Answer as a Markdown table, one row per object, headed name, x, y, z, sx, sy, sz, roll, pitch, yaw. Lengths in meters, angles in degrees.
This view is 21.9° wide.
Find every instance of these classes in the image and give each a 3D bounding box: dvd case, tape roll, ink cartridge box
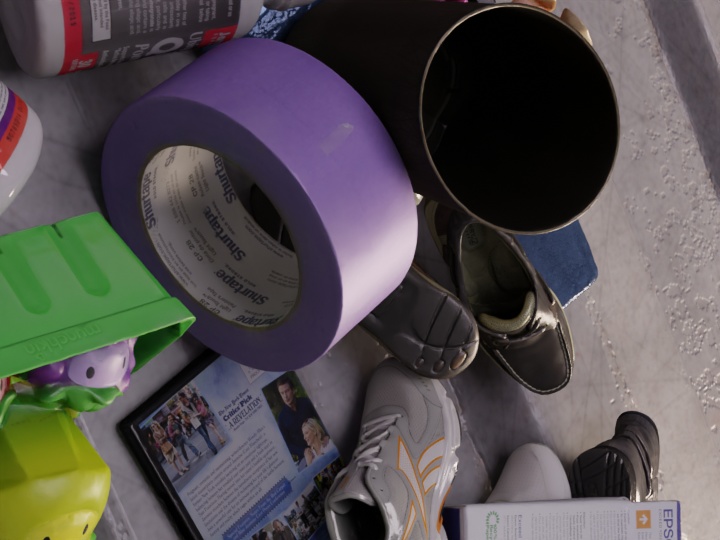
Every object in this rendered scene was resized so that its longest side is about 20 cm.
| name | x | y | z | sx | sy | sz | roll | pitch | yaw |
| --- | --- | --- | --- | --- | --- | --- | --- | --- | --- |
| dvd case | -0.070 | 0.149 | 1.282 | 0.143 | 0.017 | 0.201 | -40 | 110 | -39 |
| tape roll | -0.066 | -0.041 | 1.198 | 0.085 | 0.199 | 0.201 | -41 | 109 | -40 |
| ink cartridge box | 0.148 | 0.266 | 1.355 | 0.198 | 0.040 | 0.202 | 3 | 83 | -30 |

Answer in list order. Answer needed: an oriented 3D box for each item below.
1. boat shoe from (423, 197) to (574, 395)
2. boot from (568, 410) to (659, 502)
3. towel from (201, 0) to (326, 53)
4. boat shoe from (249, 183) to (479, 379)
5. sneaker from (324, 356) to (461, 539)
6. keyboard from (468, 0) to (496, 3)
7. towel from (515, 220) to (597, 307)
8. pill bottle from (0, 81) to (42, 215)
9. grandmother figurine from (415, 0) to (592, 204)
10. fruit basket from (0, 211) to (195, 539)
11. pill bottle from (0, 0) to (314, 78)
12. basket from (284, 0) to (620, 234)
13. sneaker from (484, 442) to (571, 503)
| name | x | y | z | sx | sy | sz | roll | pitch | yaw |
| --- | --- | --- | --- | --- | --- | --- | --- | --- | --- |
| boat shoe | 0.104 | 0.023 | 1.364 | 0.066 | 0.071 | 0.202 | -100 | 164 | -58 |
| boot | 0.204 | 0.221 | 1.478 | 0.131 | 0.069 | 0.202 | -19 | 120 | -66 |
| towel | -0.071 | -0.187 | 1.310 | 0.112 | 0.048 | 0.200 | -49 | 116 | -17 |
| boat shoe | 0.000 | 0.000 | 1.341 | 0.076 | 0.074 | 0.200 | -44 | 98 | 5 |
| sneaker | 0.017 | 0.144 | 1.301 | 0.092 | 0.075 | 0.202 | 29 | 47 | -40 |
| keyboard | 0.051 | -0.289 | 1.415 | 0.020 | 0.127 | 0.201 | -31 | 106 | -1 |
| towel | 0.111 | -0.060 | 1.454 | 0.111 | 0.048 | 0.201 | -32 | 102 | -39 |
| pill bottle | -0.286 | -0.105 | 1.070 | 0.200 | 0.112 | 0.113 | 43 | 56 | -28 |
| grandmother figurine | 0.079 | -0.118 | 1.364 | 0.200 | 0.121 | 0.061 | -43 | 158 | -2 |
| fruit basket | -0.199 | 0.091 | 1.102 | 0.214 | 0.155 | 0.217 | 19 | 55 | -28 |
| pill bottle | -0.128 | -0.194 | 1.193 | 0.198 | 0.111 | 0.112 | -14 | 92 | -22 |
| basket | 0.045 | -0.115 | 1.239 | 0.180 | 0.199 | 0.137 | 27 | 86 | -38 |
| sneaker | 0.100 | 0.213 | 1.389 | 0.080 | 0.070 | 0.202 | 36 | 61 | -29 |
